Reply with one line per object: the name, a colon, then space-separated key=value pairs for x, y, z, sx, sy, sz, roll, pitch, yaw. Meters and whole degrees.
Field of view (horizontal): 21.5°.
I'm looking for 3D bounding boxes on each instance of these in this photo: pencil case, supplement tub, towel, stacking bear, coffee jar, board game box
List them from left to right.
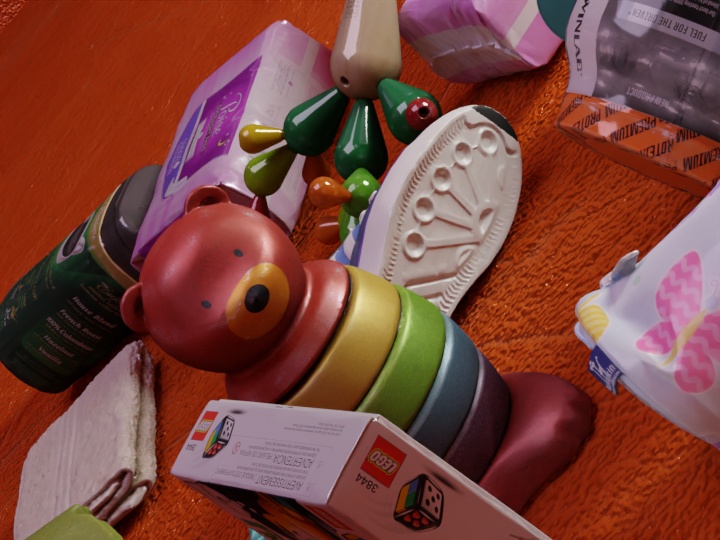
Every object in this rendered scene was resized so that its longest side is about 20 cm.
towel: x=-0.190 y=0.139 z=1.323 sx=0.133 sy=0.034 sz=0.200 roll=-45 pitch=21 yaw=15
coffee jar: x=-0.199 y=0.006 z=1.478 sx=0.200 sy=0.085 sz=0.105 roll=-38 pitch=22 yaw=35
stacking bear: x=-0.014 y=0.045 z=0.865 sx=0.122 sy=0.200 sz=0.114 roll=-54 pitch=21 yaw=-5
board game box: x=0.042 y=0.111 z=0.642 sx=0.035 sy=0.200 sz=0.126 roll=-59 pitch=22 yaw=-16
supplement tub: x=0.169 y=-0.137 z=0.851 sx=0.201 sy=0.122 sz=0.122 roll=-66 pitch=21 yaw=0
pencil case: x=0.174 y=-0.022 z=0.740 sx=0.200 sy=0.083 sz=0.091 roll=-49 pitch=43 yaw=8

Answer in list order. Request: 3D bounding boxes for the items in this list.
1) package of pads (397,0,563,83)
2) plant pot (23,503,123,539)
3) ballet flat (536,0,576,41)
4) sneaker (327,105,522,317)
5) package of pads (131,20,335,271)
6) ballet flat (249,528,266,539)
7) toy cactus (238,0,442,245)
package of pads: x=0.113 y=-0.213 z=1.186 sx=0.201 sy=0.076 sz=0.120 roll=-58 pitch=23 yaw=-13
plant pot: x=-0.169 y=0.228 z=0.963 sx=0.190 sy=0.200 sz=0.200 roll=-43 pitch=19 yaw=-13
ballet flat: x=0.170 y=-0.158 z=1.009 sx=0.071 sy=0.071 sz=0.200 roll=-58 pitch=21 yaw=-15
sneaker: x=0.000 y=0.000 z=1.073 sx=0.146 sy=0.080 sz=0.201 roll=-5 pitch=57 yaw=58
package of pads: x=-0.087 y=-0.080 z=1.373 sx=0.120 sy=0.076 sz=0.201 roll=-38 pitch=25 yaw=37
ballet flat: x=-0.024 y=0.149 z=0.935 sx=0.070 sy=0.068 sz=0.201 roll=-10 pitch=41 yaw=26
toy cactus: x=-0.008 y=-0.093 z=1.175 sx=0.200 sy=0.102 sz=0.166 roll=-8 pitch=76 yaw=56
